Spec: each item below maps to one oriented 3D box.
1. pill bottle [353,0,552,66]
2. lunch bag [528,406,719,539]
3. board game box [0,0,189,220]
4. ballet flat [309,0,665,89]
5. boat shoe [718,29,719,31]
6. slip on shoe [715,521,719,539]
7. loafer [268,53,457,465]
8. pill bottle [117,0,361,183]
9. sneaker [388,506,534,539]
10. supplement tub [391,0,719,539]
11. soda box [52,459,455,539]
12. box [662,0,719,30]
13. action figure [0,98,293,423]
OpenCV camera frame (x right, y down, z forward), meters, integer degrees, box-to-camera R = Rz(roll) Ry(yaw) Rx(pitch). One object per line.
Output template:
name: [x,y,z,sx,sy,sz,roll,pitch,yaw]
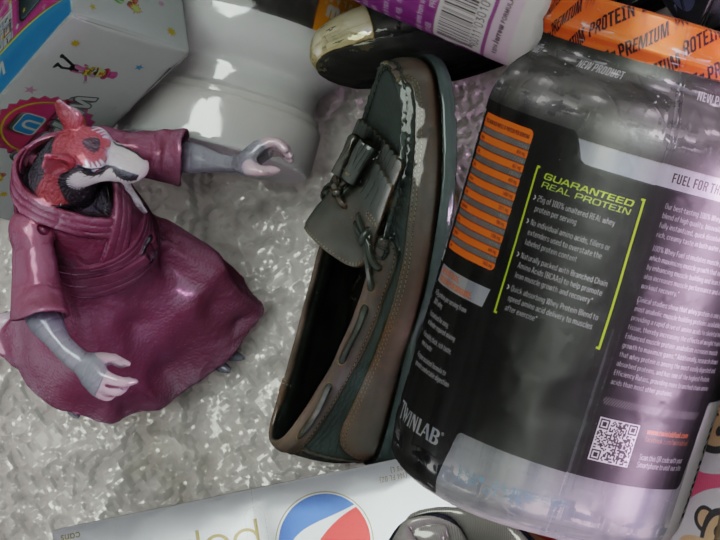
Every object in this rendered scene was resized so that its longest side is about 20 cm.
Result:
pill bottle: [0.006,-0.171,0.871,0.200,0.112,0.112,24,87,5]
lunch bag: [0.174,0.085,0.879,0.200,0.082,0.176,31,98,23]
board game box: [-0.155,-0.147,0.975,0.148,0.064,0.200,-41,48,38]
ballet flat: [0.066,-0.129,0.956,0.200,0.066,0.057,-18,77,-18]
boat shoe: [0.210,-0.091,0.935,0.200,0.062,0.075,-11,88,13]
slip on shoe: [0.174,0.061,0.804,0.061,0.076,0.200,-5,76,50]
loafer: [0.000,0.000,0.931,0.063,0.072,0.200,0,112,-17]
pill bottle: [-0.047,-0.150,0.984,0.116,0.116,0.200,11,84,16]
sneaker: [0.022,0.174,0.883,0.202,0.146,0.077,-21,34,31]
supplement tub: [0.094,-0.002,0.808,0.122,0.122,0.200,19,99,16]
soda box: [-0.037,0.134,0.960,0.200,0.068,0.064,-13,77,12]
box: [0.194,-0.225,0.921,0.200,0.086,0.164,-29,74,-12]
action figure: [-0.116,-0.019,0.942,0.149,0.200,0.134,33,67,29]
